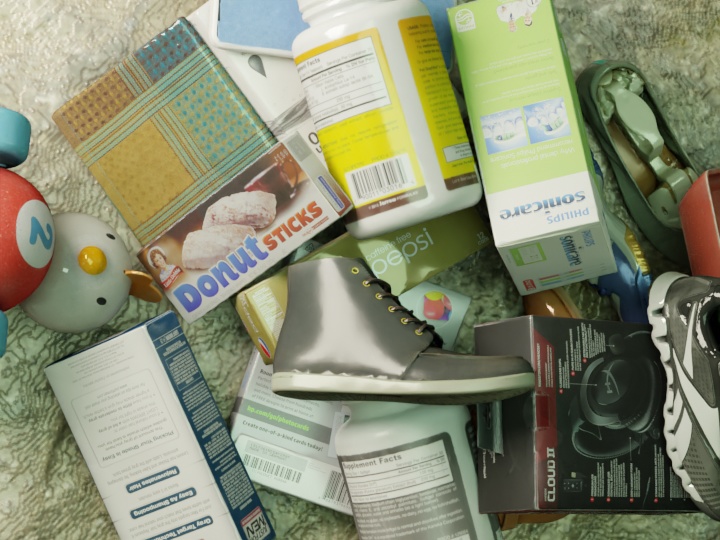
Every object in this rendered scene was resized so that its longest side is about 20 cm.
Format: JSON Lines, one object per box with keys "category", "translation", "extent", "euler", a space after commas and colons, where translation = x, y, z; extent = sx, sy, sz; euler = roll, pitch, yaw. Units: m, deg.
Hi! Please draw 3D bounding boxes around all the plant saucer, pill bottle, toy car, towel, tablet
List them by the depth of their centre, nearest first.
{"category": "pill bottle", "translation": [0.015, -0.131, 1.623], "extent": [0.109, 0.109, 0.201], "euler": [-17, 90, -12]}
{"category": "toy car", "translation": [-0.239, -0.007, 1.648], "extent": [0.199, 0.177, 0.185], "euler": [10, 74, -24]}
{"category": "pill bottle", "translation": [0.043, 0.162, 1.682], "extent": [0.110, 0.111, 0.201], "euler": [-15, 92, -12]}
{"category": "tablet", "translation": [-0.018, -0.226, 1.687], "extent": [0.199, 0.014, 0.131], "euler": [6, 82, -18]}
{"category": "towel", "translation": [-0.135, -0.081, 1.706], "extent": [0.146, 0.022, 0.200], "euler": [-34, 95, 19]}
{"category": "plant saucer", "translation": [0.311, 0.014, 1.766], "extent": [0.037, 0.200, 0.200], "euler": [-11, 91, 23]}

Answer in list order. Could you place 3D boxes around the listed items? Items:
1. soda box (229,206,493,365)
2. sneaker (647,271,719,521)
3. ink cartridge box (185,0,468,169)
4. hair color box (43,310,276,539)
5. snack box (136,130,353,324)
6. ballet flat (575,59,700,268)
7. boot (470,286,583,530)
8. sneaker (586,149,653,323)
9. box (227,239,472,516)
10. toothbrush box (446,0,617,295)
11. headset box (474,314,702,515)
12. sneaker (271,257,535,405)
{"category": "soda box", "translation": [0.000, 0.000, 1.699], "extent": [0.200, 0.068, 0.064], "euler": [-29, 92, -15]}
{"category": "sneaker", "translation": [0.277, 0.095, 1.645], "extent": [0.066, 0.090, 0.201], "euler": [-9, 88, -36]}
{"category": "ink cartridge box", "translation": [-0.030, -0.159, 1.727], "extent": [0.146, 0.085, 0.200], "euler": [-39, 98, -16]}
{"category": "hair color box", "translation": [-0.156, 0.143, 1.685], "extent": [0.100, 0.061, 0.200], "euler": [-22, 93, 22]}
{"category": "snack box", "translation": [-0.091, -0.030, 1.647], "extent": [0.072, 0.200, 0.024], "euler": [52, 43, -4]}
{"category": "ballet flat", "translation": [0.245, -0.087, 1.799], "extent": [0.067, 0.064, 0.200], "euler": [-33, 95, -11]}
{"category": "boot", "translation": [0.123, 0.113, 1.769], "extent": [0.155, 0.077, 0.201], "euler": [-18, 99, -8]}
{"category": "sneaker", "translation": [0.178, -0.024, 1.785], "extent": [0.088, 0.075, 0.200], "euler": [-28, 85, -4]}
{"category": "box", "translation": [-0.014, 0.091, 1.748], "extent": [0.156, 0.041, 0.201], "euler": [19, 85, -12]}
{"category": "toothbrush box", "translation": [0.135, -0.100, 1.684], "extent": [0.086, 0.146, 0.201], "euler": [-15, 73, 7]}
{"category": "headset box", "translation": [0.173, 0.115, 1.670], "extent": [0.200, 0.077, 0.149], "euler": [4, 80, -34]}
{"category": "sneaker", "translation": [0.032, 0.043, 1.602], "extent": [0.199, 0.075, 0.107], "euler": [1, 80, 12]}
